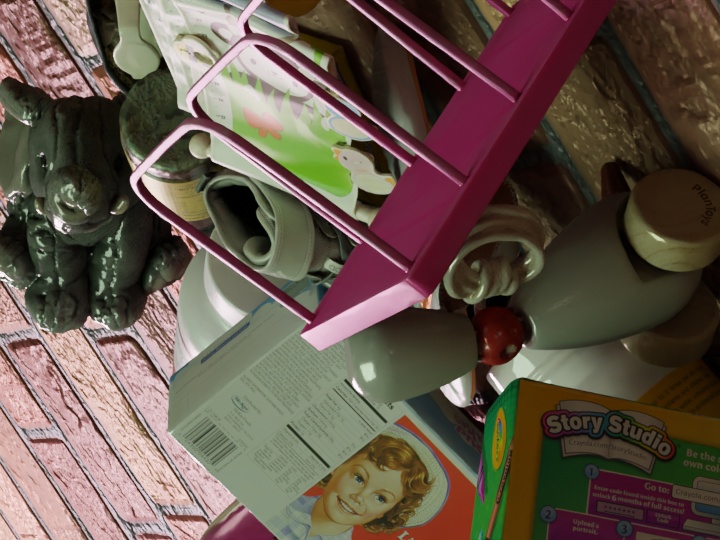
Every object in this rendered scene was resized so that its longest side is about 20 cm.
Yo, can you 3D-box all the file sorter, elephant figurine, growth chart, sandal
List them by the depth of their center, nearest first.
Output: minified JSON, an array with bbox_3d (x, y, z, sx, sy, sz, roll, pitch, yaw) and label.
[{"bbox_3d":[0.008,-0.091,1.287,0.125,0.200,0.139,37,159,-10],"label":"file sorter"},{"bbox_3d":[-0.057,-0.098,1.455,0.144,0.018,0.200,19,151,32],"label":"growth chart"},{"bbox_3d":[0.050,-0.036,1.471,0.079,0.059,0.208,100,160,-68],"label":"sandal"},{"bbox_3d":[-0.163,-0.064,1.762,0.155,0.141,0.200,44,153,24],"label":"elephant figurine"}]

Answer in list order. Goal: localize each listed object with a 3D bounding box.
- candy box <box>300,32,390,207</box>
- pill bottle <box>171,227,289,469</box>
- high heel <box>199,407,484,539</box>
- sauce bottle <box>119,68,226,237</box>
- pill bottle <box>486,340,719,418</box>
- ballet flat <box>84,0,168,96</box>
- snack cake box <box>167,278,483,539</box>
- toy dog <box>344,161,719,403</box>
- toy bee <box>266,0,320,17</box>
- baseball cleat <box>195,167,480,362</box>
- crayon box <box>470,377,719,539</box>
[{"bbox_3d":[-0.059,-0.101,1.659,0.200,0.026,0.103,23,147,50],"label":"candy box"},{"bbox_3d":[-0.056,0.041,1.745,0.112,0.112,0.200,45,156,17],"label":"pill bottle"},{"bbox_3d":[-0.004,0.144,1.737,0.096,0.200,0.067,55,-165,1],"label":"high heel"},{"bbox_3d":[-0.099,-0.061,1.662,0.065,0.065,0.200,49,173,9],"label":"sauce bottle"},{"bbox_3d":[0.154,0.104,1.447,0.200,0.104,0.104,49,157,10],"label":"pill bottle"},{"bbox_3d":[-0.125,-0.164,1.577,0.073,0.073,0.200,40,154,27],"label":"ballet flat"},{"bbox_3d":[-0.002,0.107,1.641,0.200,0.115,0.067,46,-164,-21],"label":"snack cake box"},{"bbox_3d":[0.081,-0.004,1.363,0.097,0.199,0.132,59,135,38],"label":"toy dog"},{"bbox_3d":[-0.064,-0.181,1.453,0.131,0.109,0.200,55,157,-10],"label":"toy bee"},{"bbox_3d":[0.000,0.000,1.554,0.199,0.106,0.070,25,109,20],"label":"baseball cleat"},{"bbox_3d":[0.152,0.131,1.344,0.199,0.119,0.058,12,156,-8],"label":"crayon box"}]
